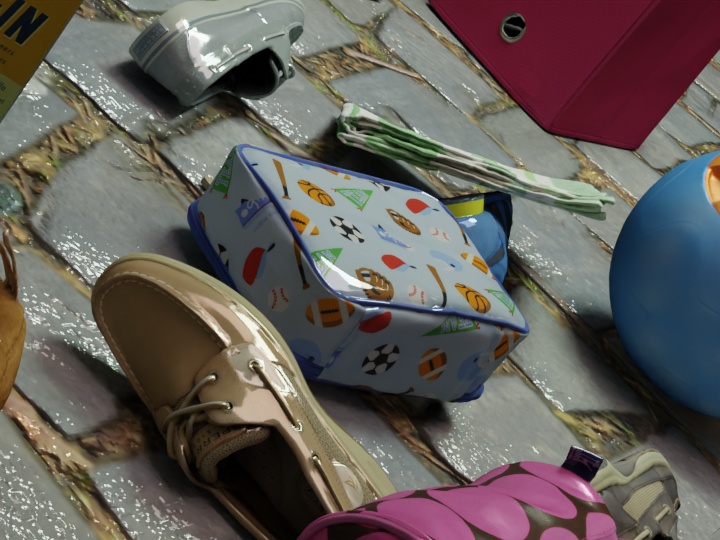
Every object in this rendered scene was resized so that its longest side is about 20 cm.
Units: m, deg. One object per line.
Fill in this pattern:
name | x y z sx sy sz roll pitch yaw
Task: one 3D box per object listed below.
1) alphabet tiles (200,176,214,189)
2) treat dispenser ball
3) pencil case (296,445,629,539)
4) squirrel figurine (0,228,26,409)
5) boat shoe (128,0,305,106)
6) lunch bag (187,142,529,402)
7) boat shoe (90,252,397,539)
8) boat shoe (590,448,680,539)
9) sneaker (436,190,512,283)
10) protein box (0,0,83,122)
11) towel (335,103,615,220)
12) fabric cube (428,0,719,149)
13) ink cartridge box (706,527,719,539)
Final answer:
alphabet tiles | -0.016 0.005 1.232 0.200 0.006 0.167 7 39 -54
treat dispenser ball | 0.283 0.010 1.436 0.200 0.201 0.201 33 22 -16
pencil case | 0.051 0.137 0.904 0.093 0.091 0.200 20 14 28
squirrel figurine | -0.230 0.007 0.760 0.187 0.141 0.200 51 36 1
boat shoe | -0.085 -0.147 1.348 0.072 0.070 0.201 53 27 6
lunch bag | 0.000 0.000 1.160 0.199 0.076 0.160 14 30 -45
boat shoe | -0.060 0.071 0.942 0.200 0.071 0.064 44 23 6
boat shoe | 0.144 0.151 1.122 0.200 0.074 0.074 7 54 -64
sneaker | 0.072 -0.015 1.358 0.200 0.066 0.079 -27 107 -79
protein box | -0.202 -0.213 1.094 0.135 0.199 0.200 33 23 -14
towel | 0.079 -0.080 1.407 0.199 0.024 0.153 17 7 -3
fabric cube | 0.228 -0.260 1.877 0.196 0.200 0.200 51 24 24
ink cartridge box | 0.295 0.240 1.146 0.200 0.083 0.147 36 21 -22
